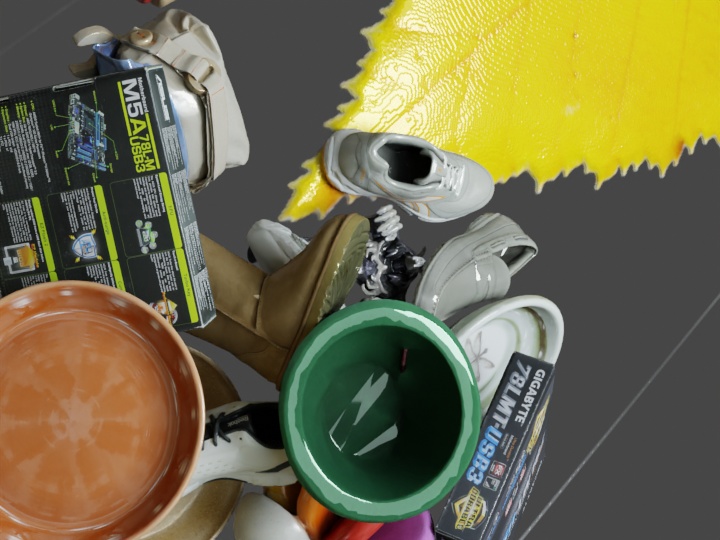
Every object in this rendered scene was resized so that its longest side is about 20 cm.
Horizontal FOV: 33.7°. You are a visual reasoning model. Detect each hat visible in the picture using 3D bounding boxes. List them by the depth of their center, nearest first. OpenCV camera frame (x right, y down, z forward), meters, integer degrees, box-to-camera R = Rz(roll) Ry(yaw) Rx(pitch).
[{"bbox_3d":[0.000,0.113,1.003,0.164,0.176,0.202,-23,101,-12],"label":"hat"}]

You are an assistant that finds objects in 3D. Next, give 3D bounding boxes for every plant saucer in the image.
[{"bbox_3d":[-0.213,0.109,0.873,0.197,0.032,0.203,1,83,-7],"label":"plant saucer"},{"bbox_3d":[-0.189,0.159,1.023,0.198,0.035,0.203,-2,93,-35],"label":"plant saucer"},{"bbox_3d":[0.116,0.098,1.195,0.199,0.050,0.202,-26,139,-25],"label":"plant saucer"}]

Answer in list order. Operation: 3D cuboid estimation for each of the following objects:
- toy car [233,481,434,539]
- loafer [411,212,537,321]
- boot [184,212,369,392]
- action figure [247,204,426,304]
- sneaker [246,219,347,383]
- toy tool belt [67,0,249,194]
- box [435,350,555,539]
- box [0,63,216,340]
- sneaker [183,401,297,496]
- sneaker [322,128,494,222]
[{"bbox_3d":[-0.001,0.229,1.077,0.175,0.149,0.201,-47,120,-31],"label":"toy car"},{"bbox_3d":[0.114,0.001,1.167,0.200,0.069,0.071,-40,150,-48],"label":"loafer"},{"bbox_3d":[-0.109,-0.008,0.951,0.177,0.198,0.066,-65,168,23],"label":"boot"},{"bbox_3d":[0.000,0.000,1.110,0.198,0.102,0.121,-5,94,-31],"label":"action figure"},{"bbox_3d":[-0.051,0.052,1.021,0.099,0.078,0.201,-32,108,4],"label":"sneaker"},{"bbox_3d":[-0.174,-0.150,0.964,0.122,0.124,0.202,-34,130,-22],"label":"toy tool belt"},{"bbox_3d":[0.133,0.213,1.156,0.200,0.049,0.201,79,34,-54],"label":"box"},{"bbox_3d":[-0.224,-0.041,0.915,0.190,0.048,0.203,-11,100,9],"label":"box"},{"bbox_3d":[-0.127,0.138,0.968,0.197,0.080,0.074,-8,57,-19],"label":"sneaker"},{"bbox_3d":[0.064,-0.090,1.155,0.198,0.092,0.077,8,87,-36],"label":"sneaker"}]
